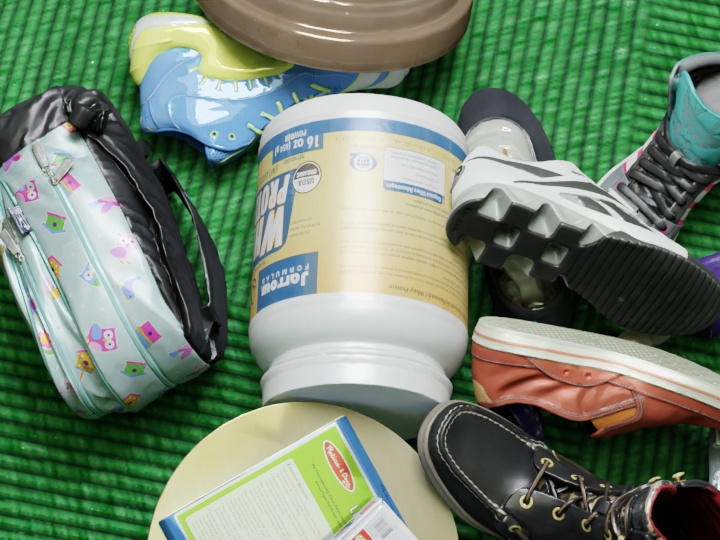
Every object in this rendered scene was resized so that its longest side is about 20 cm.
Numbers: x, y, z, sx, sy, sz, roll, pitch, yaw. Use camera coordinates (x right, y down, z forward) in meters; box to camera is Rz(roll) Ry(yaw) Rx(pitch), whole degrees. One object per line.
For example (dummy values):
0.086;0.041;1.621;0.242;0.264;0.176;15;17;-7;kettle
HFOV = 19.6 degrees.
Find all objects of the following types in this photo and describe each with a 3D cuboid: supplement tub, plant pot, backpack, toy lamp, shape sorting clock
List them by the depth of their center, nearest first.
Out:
-0.035;0.183;1.303;0.199;0.039;0.201;1;83;-7;shape sorting clock
0.000;0.000;1.379;0.144;0.145;0.201;2;67;0;supplement tub
-0.170;-0.005;1.384;0.126;0.167;0.201;-28;73;9;backpack
0.180;0.050;1.410;0.199;0.058;0.058;-31;72;-14;toy lamp
-0.015;-0.229;1.452;0.200;0.093;0.201;6;37;-4;plant pot

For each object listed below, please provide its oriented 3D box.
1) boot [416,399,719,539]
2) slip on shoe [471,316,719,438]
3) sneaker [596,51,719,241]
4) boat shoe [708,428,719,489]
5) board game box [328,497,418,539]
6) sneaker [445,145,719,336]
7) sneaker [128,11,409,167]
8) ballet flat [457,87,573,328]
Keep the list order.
0.142;0.145;1.284;0.200;0.150;0.073;44;64;-16;boot
0.165;0.079;1.345;0.199;0.074;0.062;12;99;-4;slip on shoe
0.219;-0.076;1.427;0.084;0.121;0.200;40;73;14;sneaker
0.250;0.164;1.371;0.062;0.073;0.201;-1;68;32;boat shoe
0.030;0.254;1.268;0.126;0.035;0.200;-41;94;-10;board game box
0.152;-0.028;1.365;0.199;0.074;0.089;26;39;-14;sneaker
-0.067;-0.121;1.477;0.199;0.076;0.106;5;89;-2;sneaker
0.105;-0.046;1.437;0.073;0.073;0.201;-9;69;-5;ballet flat
